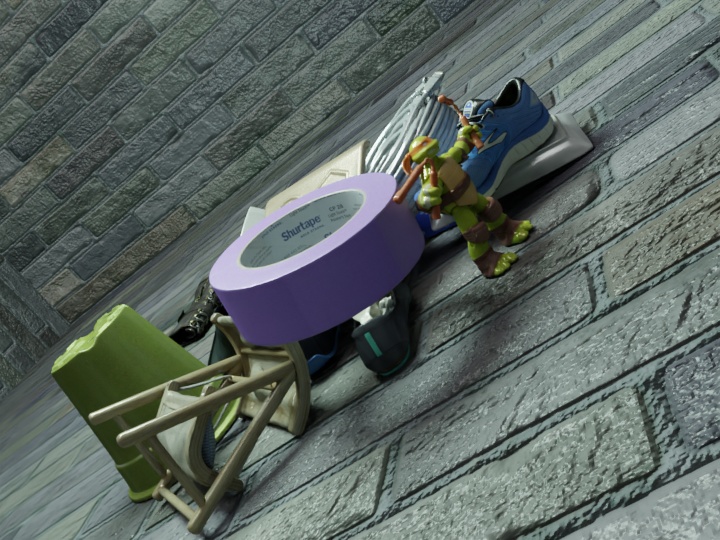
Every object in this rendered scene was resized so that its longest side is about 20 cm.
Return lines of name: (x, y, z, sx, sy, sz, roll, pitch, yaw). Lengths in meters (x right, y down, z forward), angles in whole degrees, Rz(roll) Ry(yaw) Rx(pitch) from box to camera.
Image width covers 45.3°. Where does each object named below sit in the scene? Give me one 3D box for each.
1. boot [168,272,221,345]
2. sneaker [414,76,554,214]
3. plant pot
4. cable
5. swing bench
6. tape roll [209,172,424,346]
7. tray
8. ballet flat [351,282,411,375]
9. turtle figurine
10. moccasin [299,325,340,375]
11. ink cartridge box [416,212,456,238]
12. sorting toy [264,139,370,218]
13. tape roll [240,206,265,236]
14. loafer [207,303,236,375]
boot: (-0.277, 0.060, 1.628, 0.200, 0.069, 0.174, -35, 20, 37)
sneaker: (0.124, -0.138, 0.945, 0.200, 0.089, 0.078, -46, 29, -21)
plant pot: (-0.279, 0.149, 1.087, 0.200, 0.190, 0.200, -38, 14, 11)
cable: (0.048, -0.123, 1.058, 0.200, 0.069, 0.200, -40, 22, 57)
swing bench: (-0.160, 0.148, 0.922, 0.200, 0.130, 0.199, -40, 13, -21)
tape roll: (-0.042, -0.014, 0.822, 0.199, 0.066, 0.200, -25, 21, 10)
tray: (0.161, -0.122, 0.999, 0.199, 0.022, 0.108, -27, 28, 13)
ballet flat: (0.016, 0.039, 0.901, 0.073, 0.073, 0.200, -38, 14, 12)
turtle figurine: (0.092, -0.070, 0.841, 0.064, 0.161, 0.200, -30, 18, 34)
moccasin: (-0.065, 0.061, 1.036, 0.080, 0.068, 0.200, -43, 11, -1)
ink cartridge box: (0.125, -0.120, 1.141, 0.094, 0.044, 0.200, -24, 21, 44)
sorting toy: (-0.056, -0.038, 1.010, 0.185, 0.036, 0.201, -26, 46, 41)
tape roll: (-0.176, 0.001, 1.345, 0.203, 0.037, 0.204, -168, 90, -85)
loafer: (-0.170, 0.067, 1.159, 0.070, 0.068, 0.201, -2, -56, -47)
